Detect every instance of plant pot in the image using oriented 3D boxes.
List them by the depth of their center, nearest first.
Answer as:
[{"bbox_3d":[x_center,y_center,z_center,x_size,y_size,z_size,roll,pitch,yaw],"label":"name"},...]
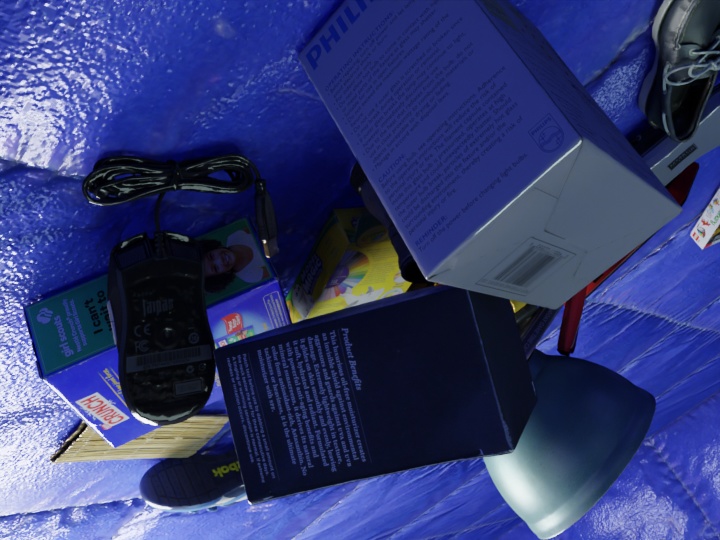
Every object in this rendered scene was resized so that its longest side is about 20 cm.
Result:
[{"bbox_3d":[0.208,0.172,0.862,0.201,0.134,0.200,-49,173,-8],"label":"plant pot"}]

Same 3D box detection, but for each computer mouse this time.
[{"bbox_3d":[-0.127,0.008,0.589,0.140,0.201,0.046,-13,-167,-27],"label":"computer mouse"}]

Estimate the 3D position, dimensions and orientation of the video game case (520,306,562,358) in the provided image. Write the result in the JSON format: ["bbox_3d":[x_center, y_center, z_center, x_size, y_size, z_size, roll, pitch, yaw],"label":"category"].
[{"bbox_3d":[0.153,0.101,0.810,0.200,0.019,0.143,-44,166,-39],"label":"video game case"}]

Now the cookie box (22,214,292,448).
[{"bbox_3d":[-0.164,0.060,0.691,0.199,0.075,0.171,-24,151,-11],"label":"cookie box"}]

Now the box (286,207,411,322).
[{"bbox_3d":[0.000,0.000,0.776,0.117,0.049,0.200,-7,147,-35],"label":"box"}]

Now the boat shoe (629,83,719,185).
[{"bbox_3d":[0.348,-0.153,0.834,0.200,0.057,0.069,-40,141,17],"label":"boat shoe"}]

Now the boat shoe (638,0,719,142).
[{"bbox_3d":[0.307,-0.196,0.721,0.074,0.062,0.200,-22,150,-8],"label":"boat shoe"}]

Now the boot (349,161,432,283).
[{"bbox_3d":[0.098,-0.053,0.688,0.199,0.132,0.070,-16,148,-23],"label":"boot"}]

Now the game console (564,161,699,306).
[{"bbox_3d":[0.332,-0.043,0.956,0.177,0.031,0.200,-32,164,-52],"label":"game console"}]

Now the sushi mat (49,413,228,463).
[{"bbox_3d":[-0.247,0.192,0.893,0.096,0.012,0.200,-44,149,21],"label":"sushi mat"}]

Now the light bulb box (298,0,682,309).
[{"bbox_3d":[0.092,-0.096,0.542,0.125,0.201,0.198,-42,149,24],"label":"light bulb box"}]

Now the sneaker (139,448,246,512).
[{"bbox_3d":[-0.199,0.283,1.022,0.199,0.074,0.082,-1,143,-40],"label":"sneaker"}]

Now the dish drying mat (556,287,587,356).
[{"bbox_3d":[0.251,-0.005,0.874,0.077,0.018,0.201,29,73,-67],"label":"dish drying mat"}]

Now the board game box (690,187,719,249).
[{"bbox_3d":[0.598,-0.112,1.146,0.199,0.035,0.127,-22,150,-13],"label":"board game box"}]

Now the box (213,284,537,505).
[{"bbox_3d":[0.025,0.085,0.619,0.197,0.124,0.200,-15,176,17],"label":"box"}]

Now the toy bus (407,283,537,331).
[{"bbox_3d":[0.151,0.008,0.860,0.192,0.136,0.200,-32,158,-29],"label":"toy bus"}]
